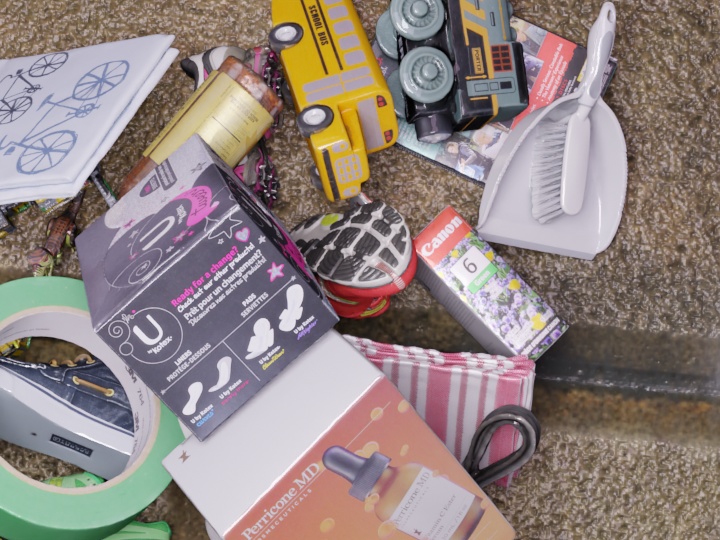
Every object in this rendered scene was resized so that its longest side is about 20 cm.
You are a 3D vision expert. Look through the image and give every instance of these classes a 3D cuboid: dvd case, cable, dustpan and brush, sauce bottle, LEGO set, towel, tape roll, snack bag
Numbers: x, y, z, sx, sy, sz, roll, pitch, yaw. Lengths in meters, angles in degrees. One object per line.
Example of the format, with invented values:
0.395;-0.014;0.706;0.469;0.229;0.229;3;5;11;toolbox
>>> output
0.100;-0.152;1.252;0.198;0.022;0.147;24;84;1;dvd case
0.068;0.178;1.159;0.199;0.050;0.098;-30;95;40;cable
0.173;-0.115;1.192;0.138;0.057;0.202;9;88;-33;dustpan and brush
-0.144;-0.075;1.157;0.066;0.066;0.200;41;89;4;sauce bottle
-0.262;-0.022;1.188;0.198;0.116;0.155;-24;85;-2;LEGO set
0.034;0.109;1.168;0.198;0.147;0.030;8;47;6;towel
-0.228;0.104;1.106;0.199;0.048;0.202;14;58;-24;tape roll
-0.259;-0.115;1.157;0.198;0.022;0.189;-3;42;28;snack bag

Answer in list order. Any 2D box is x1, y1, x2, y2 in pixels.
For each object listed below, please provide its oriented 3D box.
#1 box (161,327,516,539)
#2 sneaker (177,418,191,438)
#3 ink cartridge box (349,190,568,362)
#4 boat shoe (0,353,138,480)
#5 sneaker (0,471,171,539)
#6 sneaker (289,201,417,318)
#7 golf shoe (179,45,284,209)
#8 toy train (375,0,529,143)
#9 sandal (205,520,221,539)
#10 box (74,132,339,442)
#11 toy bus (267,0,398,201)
-0.012;0.160;1.031;0.152;0.106;0.200;-44;127;-7;box
-0.045;0.151;1.113;0.129;0.079;0.201;-23;86;27;sneaker
0.076;-0.005;1.191;0.050;0.109;0.200;-43;85;-6;ink cartridge box
-0.236;0.097;1.183;0.199;0.071;0.091;28;49;-12;boat shoe
-0.244;0.201;1.199;0.198;0.074;0.084;24;58;6;sneaker
0.000;0.000;1.156;0.077;0.200;0.085;-48;110;-15;sneaker
-0.114;-0.087;1.224;0.091;0.073;0.202;-1;75;12;golf shoe
0.073;-0.205;1.211;0.113;0.085;0.202;-6;82;-12;toy train
-0.037;0.177;1.186;0.202;0.050;0.083;-32;85;25;sandal
-0.115;0.002;1.044;0.132;0.200;0.115;-41;115;2;box
-0.023;-0.148;1.178;0.078;0.065;0.201;-17;47;-3;toy bus
